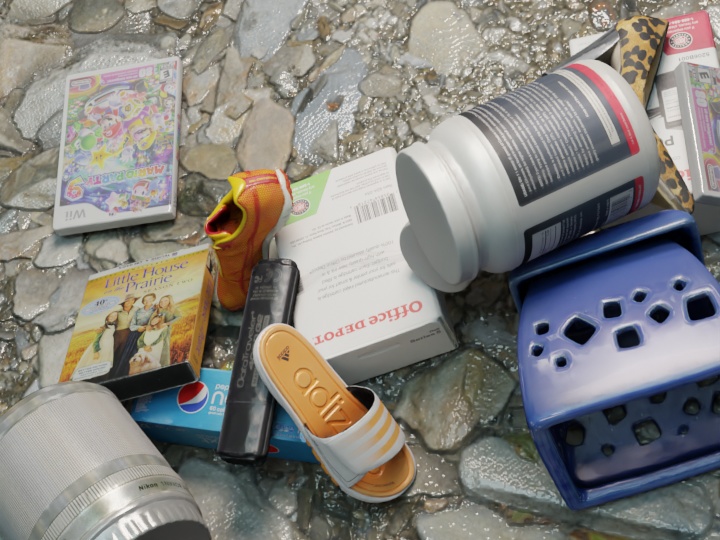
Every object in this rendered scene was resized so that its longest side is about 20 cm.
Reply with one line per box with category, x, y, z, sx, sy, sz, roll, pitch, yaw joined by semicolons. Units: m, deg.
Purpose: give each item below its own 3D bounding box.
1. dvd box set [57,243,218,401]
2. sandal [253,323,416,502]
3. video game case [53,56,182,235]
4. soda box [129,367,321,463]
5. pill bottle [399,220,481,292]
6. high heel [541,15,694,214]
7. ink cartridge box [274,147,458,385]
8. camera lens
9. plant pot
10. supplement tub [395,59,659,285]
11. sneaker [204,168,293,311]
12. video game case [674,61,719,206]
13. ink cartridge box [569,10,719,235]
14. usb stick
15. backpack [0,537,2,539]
dvd box set;-0.223;0.055;1.440;0.144;0.030;0.201;-14;34;11
sandal;-0.020;0.134;1.311;0.207;0.059;0.079;48;65;-13
video game case;-0.272;-0.142;1.599;0.141;0.018;0.203;-7;64;13
soda box;-0.122;0.140;1.399;0.197;0.068;0.065;6;67;20
pill bottle;0.123;-0.071;1.362;0.110;0.112;0.200;24;51;25
high heel;0.282;-0.151;1.323;0.142;0.072;0.201;-31;67;-15
ink cartridge box;0.000;0.000;1.418;0.144;0.084;0.202;-19;61;9
camera lens;-0.248;0.214;1.292;0.160;0.160;0.200;-42;57;-6
plant pot;0.238;0.072;1.250;0.197;0.201;0.182;-18;56;9
supplement tub;0.143;-0.084;1.222;0.198;0.141;0.141;-24;60;-12
sneaker;-0.125;-0.033;1.416;0.076;0.201;0.074;-5;52;-21
video game case;0.392;-0.117;1.327;0.197;0.018;0.145;8;62;-19
ink cartridge box;0.291;-0.137;1.393;0.143;0.084;0.203;-10;63;12
usb stick;-0.096;0.087;1.352;0.055;0.033;0.203;-2;69;31
backpack;-0.403;0.304;1.365;0.200;0.154;0.175;-41;55;-13
